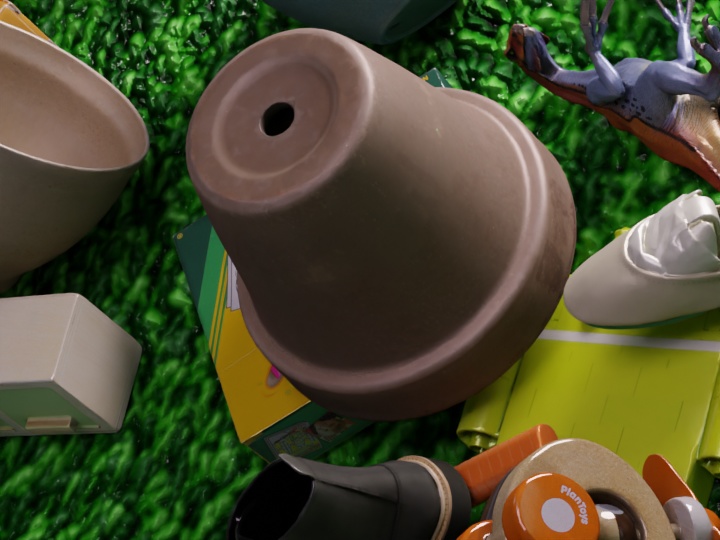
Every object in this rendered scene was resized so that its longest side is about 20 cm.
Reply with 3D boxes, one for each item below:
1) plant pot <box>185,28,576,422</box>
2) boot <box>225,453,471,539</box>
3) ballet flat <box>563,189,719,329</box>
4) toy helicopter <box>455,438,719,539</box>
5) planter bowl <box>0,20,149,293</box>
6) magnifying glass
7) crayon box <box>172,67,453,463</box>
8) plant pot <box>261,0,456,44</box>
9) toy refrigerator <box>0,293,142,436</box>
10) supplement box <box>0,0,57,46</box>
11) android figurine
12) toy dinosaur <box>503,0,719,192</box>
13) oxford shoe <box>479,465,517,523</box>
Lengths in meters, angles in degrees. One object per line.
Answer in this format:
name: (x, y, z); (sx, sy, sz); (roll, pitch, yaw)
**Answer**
plant pot: (-0.004, -0.040, 1.251); (0.200, 0.175, 0.201); (-14, 58, 22)
boot: (-0.044, 0.177, 1.206); (0.077, 0.138, 0.200); (36, 104, 37)
ballet flat: (0.203, -0.019, 1.212); (0.200, 0.070, 0.070); (-11, 53, 4)
toy helicopter: (0.148, 0.168, 1.125); (0.132, 0.079, 0.200); (-31, 78, -37)
planter bowl: (-0.258, -0.069, 1.523); (0.200, 0.200, 0.135); (51, 121, 43)
magnifying glass: (0.028, 0.135, 1.265); (0.200, 0.022, 0.080); (-31, 55, 33)
crayon box: (0.000, 0.000, 1.376); (0.200, 0.058, 0.173); (-32, 48, 12)
plant pot: (0.008, -0.224, 1.452); (0.200, 0.200, 0.135); (-39, 81, 6)
toy refrigerator: (-0.249, 0.067, 1.487); (0.200, 0.076, 0.070); (-4, 59, 31)
supplement box: (-0.306, -0.104, 1.646); (0.069, 0.067, 0.200); (27, 77, 45)
android figurine: (0.143, 0.067, 1.251); (0.182, 0.041, 0.200); (5, 66, 36)
toy dinosaur: (0.155, -0.102, 1.327); (0.181, 0.105, 0.200); (-15, 64, 51)
oxford shoe: (0.060, 0.195, 1.185); (0.084, 0.073, 0.200); (-5, 66, 54)
